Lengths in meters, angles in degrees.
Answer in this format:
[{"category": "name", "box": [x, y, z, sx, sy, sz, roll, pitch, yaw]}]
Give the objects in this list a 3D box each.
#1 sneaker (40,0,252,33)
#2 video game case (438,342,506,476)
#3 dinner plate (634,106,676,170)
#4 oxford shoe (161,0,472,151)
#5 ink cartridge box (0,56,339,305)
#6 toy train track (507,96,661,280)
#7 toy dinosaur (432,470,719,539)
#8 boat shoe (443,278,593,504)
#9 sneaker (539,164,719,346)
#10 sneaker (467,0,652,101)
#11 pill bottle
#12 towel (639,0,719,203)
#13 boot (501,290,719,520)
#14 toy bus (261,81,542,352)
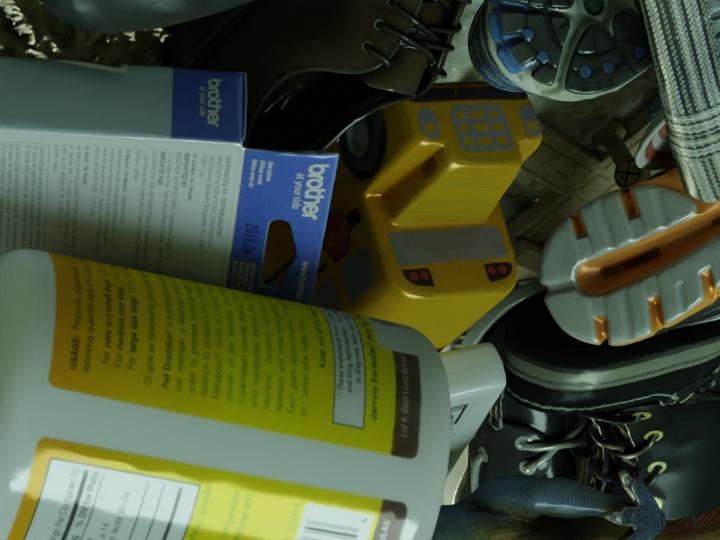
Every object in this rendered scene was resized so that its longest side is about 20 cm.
[{"category": "sneaker", "box": [-0.014, -0.128, 0.968, 0.200, 0.091, 0.076, -22, 106, 3]}, {"category": "video game case", "box": [-0.054, 0.090, 1.225, 0.199, 0.023, 0.182, -12, 160, -16]}, {"category": "dinner plate", "box": [0.191, -0.097, 1.162, 0.200, 0.024, 0.200, -26, 168, -6]}, {"category": "oxford shoe", "box": [0.019, -0.104, 1.059, 0.073, 0.085, 0.200, 15, 128, -44]}, {"category": "ink cartridge box", "box": [-0.112, -0.024, 1.060, 0.199, 0.042, 0.119, 5, 142, -4]}, {"category": "toy train track", "box": [0.134, -0.055, 1.253, 0.200, 0.033, 0.115, -41, 145, 20]}, {"category": "toy dinosaur", "box": [0.036, 0.129, 1.228, 0.181, 0.105, 0.200, 0, 179, 40]}, {"category": "boat shoe", "box": [0.079, 0.078, 1.377, 0.074, 0.060, 0.200, -12, 145, -19]}, {"category": "sneaker", "box": [0.170, -0.026, 1.192, 0.200, 0.079, 0.077, -18, 172, 20]}, {"category": "sneaker", "box": [0.117, -0.127, 1.113, 0.200, 0.077, 0.085, -31, -176, -20]}, {"category": "pill bottle", "box": [-0.077, 0.055, 1.045, 0.199, 0.109, 0.109, 12, 135, -17]}, {"category": "towel", "box": [0.189, -0.119, 1.022, 0.200, 0.035, 0.193, -24, 138, -5]}, {"category": "boot", "box": [0.117, 0.082, 1.307, 0.203, 0.073, 0.154, -15, 122, -56]}, {"category": "toy bus", "box": [0.000, 0.000, 1.178, 0.065, 0.078, 0.200, -3, 156, -33]}]
